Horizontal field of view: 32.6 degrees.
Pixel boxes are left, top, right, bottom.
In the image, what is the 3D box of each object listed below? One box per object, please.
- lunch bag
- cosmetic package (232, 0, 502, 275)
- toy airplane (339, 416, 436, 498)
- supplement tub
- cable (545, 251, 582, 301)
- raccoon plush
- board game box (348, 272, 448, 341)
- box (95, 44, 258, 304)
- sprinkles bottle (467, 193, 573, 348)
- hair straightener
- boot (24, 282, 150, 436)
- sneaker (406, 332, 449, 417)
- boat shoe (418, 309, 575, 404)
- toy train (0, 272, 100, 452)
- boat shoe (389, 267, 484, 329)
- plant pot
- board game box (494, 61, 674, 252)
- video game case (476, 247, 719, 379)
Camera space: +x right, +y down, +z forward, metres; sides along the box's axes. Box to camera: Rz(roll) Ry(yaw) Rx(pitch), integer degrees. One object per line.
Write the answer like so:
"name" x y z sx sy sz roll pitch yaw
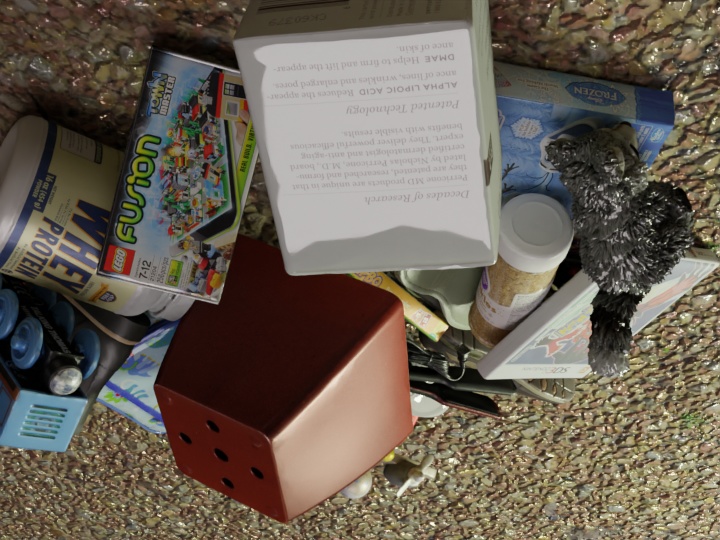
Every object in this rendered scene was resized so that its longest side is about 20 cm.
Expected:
"lunch bag" -0.210 0.097 1.328 0.161 0.083 0.200 -26 147 9
"cosmetic package" 0.016 -0.125 0.921 0.165 0.165 0.200 -3 127 11
"toy airplane" -0.015 0.211 1.490 0.200 0.141 0.199 -2 146 9
"supplement tub" -0.244 -0.043 1.138 0.200 0.145 0.145 22 143 -23
"cable" 0.188 -0.003 1.227 0.200 0.050 0.097 30 137 -35
"raccoon plush" 0.206 -0.021 1.010 0.097 0.200 0.134 -8 161 38
"board game box" 0.000 0.000 1.228 0.200 0.030 0.096 35 -179 -40
"box" -0.150 -0.080 1.054 0.110 0.200 0.035 13 -170 -13
"sprinkles bottle" 0.147 0.006 1.156 0.068 0.068 0.200 5 152 -1
"hair straightener" 0.079 0.097 1.273 0.200 0.041 0.077 19 117 -23
"boot" -0.320 0.056 1.233 0.200 0.138 0.077 36 -171 27
"sneaker" 0.042 0.105 1.334 0.075 0.087 0.200 -47 123 -4
"boat shoe" 0.151 0.092 1.367 0.200 0.075 0.073 31 148 -21
"toy train" -0.312 0.075 1.122 0.087 0.200 0.114 17 105 -42
"boat shoe" 0.081 0.001 1.241 0.072 0.061 0.201 -51 144 3
"plant pot" -0.083 0.117 1.179 0.200 0.176 0.200 21 139 26
"board game box" 0.148 -0.097 1.099 0.199 0.043 0.200 9 146 -5
"video game case" 0.234 0.042 1.205 0.182 0.023 0.200 5 138 -48
